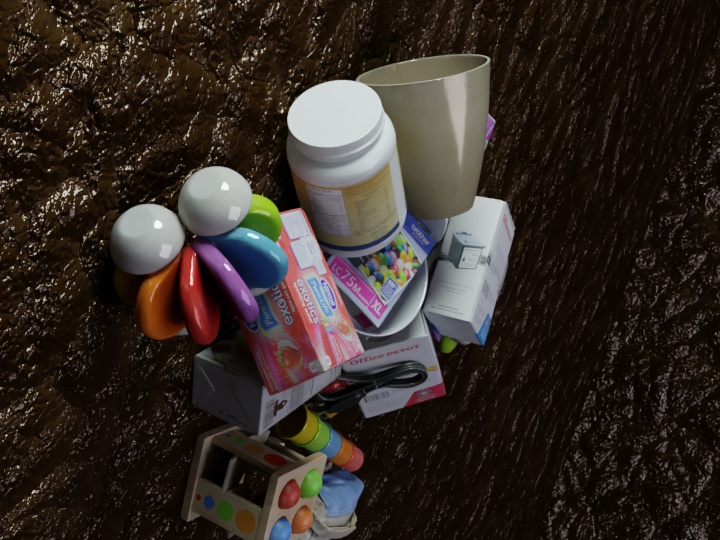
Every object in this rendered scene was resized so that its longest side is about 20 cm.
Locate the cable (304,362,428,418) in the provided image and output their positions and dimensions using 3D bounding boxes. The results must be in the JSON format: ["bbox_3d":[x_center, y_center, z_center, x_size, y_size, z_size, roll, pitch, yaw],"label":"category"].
[{"bbox_3d":[0.002,0.168,1.667,0.198,0.051,0.098,-24,129,-1],"label":"cable"}]

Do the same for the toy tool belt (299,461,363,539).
[{"bbox_3d":[-0.048,0.361,1.745,0.199,0.124,0.124,-13,128,-61],"label":"toy tool belt"}]

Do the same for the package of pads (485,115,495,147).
[{"bbox_3d":[0.136,-0.195,1.680,0.156,0.068,0.200,-68,156,0],"label":"package of pads"}]

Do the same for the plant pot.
[{"bbox_3d":[0.099,-0.180,1.503,0.187,0.185,0.203,-33,120,-50],"label":"plant pot"}]

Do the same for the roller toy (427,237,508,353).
[{"bbox_3d":[0.165,0.021,1.893,0.201,0.138,0.184,-55,161,-35],"label":"roller toy"}]

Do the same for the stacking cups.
[{"bbox_3d":[-0.059,0.261,1.681,0.200,0.060,0.061,42,71,-53],"label":"stacking cups"}]

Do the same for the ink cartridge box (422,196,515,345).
[{"bbox_3d":[0.176,-0.001,1.722,0.147,0.085,0.202,51,52,-67],"label":"ink cartridge box"}]

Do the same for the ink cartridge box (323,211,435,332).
[{"bbox_3d":[0.028,-0.029,1.524,0.119,0.042,0.201,46,57,-16],"label":"ink cartridge box"}]

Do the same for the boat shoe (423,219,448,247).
[{"bbox_3d":[0.097,-0.058,1.733,0.068,0.071,0.201,-51,170,-39],"label":"boat shoe"}]

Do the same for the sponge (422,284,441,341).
[{"bbox_3d":[0.069,0.041,1.750,0.030,0.111,0.201,-57,152,-20],"label":"sponge"}]

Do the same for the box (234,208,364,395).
[{"bbox_3d":[-0.091,0.036,1.335,0.102,0.094,0.202,-20,85,-58],"label":"box"}]

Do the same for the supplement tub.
[{"bbox_3d":[-0.018,-0.132,1.415,0.145,0.143,0.201,-53,150,-30],"label":"supplement tub"}]

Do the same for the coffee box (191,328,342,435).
[{"bbox_3d":[-0.118,0.127,1.444,0.200,0.113,0.081,-32,136,-53],"label":"coffee box"}]

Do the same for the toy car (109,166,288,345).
[{"bbox_3d":[-0.164,0.002,1.176,0.198,0.151,0.176,-29,142,-6],"label":"toy car"}]

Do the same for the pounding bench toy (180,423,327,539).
[{"bbox_3d":[-0.121,0.294,1.511,0.199,0.155,0.126,-11,118,-61],"label":"pounding bench toy"}]

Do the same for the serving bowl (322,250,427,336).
[{"bbox_3d":[0.000,0.000,1.561,0.198,0.066,0.203,9,73,-31],"label":"serving bowl"}]

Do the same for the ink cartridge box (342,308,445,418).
[{"bbox_3d":[0.047,0.139,1.728,0.201,0.146,0.086,71,5,-52],"label":"ink cartridge box"}]
